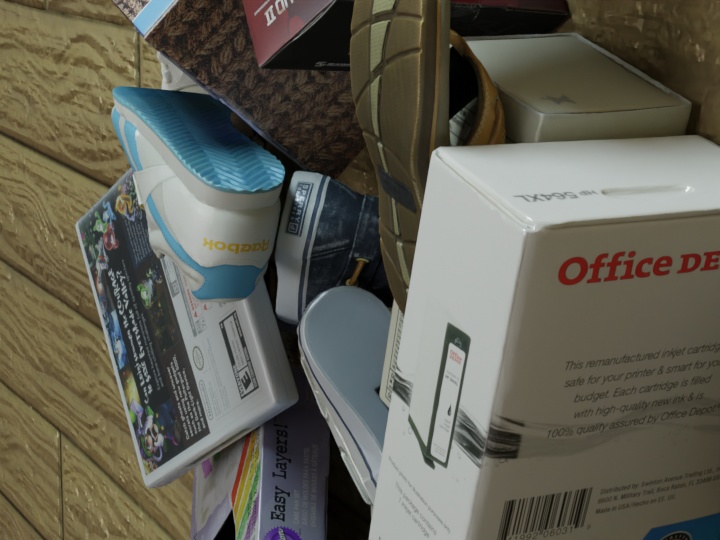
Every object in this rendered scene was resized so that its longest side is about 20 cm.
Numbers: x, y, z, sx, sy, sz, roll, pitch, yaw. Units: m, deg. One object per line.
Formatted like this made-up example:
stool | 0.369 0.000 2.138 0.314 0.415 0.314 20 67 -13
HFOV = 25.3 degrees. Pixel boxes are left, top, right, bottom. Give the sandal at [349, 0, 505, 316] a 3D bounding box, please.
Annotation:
sandal | 0.037 -0.056 0.705 0.080 0.054 0.201 -134 30 -56

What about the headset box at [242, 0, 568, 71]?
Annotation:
headset box | 0.009 -0.184 0.799 0.075 0.148 0.201 -33 67 49

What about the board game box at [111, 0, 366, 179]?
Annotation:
board game box | -0.077 -0.167 0.938 0.097 0.159 0.200 -48 43 5

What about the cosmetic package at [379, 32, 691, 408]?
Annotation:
cosmetic package | 0.079 -0.004 0.777 0.103 0.087 0.201 47 136 50

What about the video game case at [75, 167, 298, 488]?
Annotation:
video game case | -0.119 0.022 1.054 0.182 0.023 0.201 -35 67 48

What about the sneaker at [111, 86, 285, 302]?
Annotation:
sneaker | -0.102 -0.052 0.923 0.200 0.076 0.081 -126 42 -59

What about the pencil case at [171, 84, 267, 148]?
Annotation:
pencil case | -0.102 -0.032 1.116 0.078 0.089 0.201 26 117 54

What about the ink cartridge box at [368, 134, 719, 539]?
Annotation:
ink cartridge box | 0.095 0.048 0.697 0.084 0.146 0.201 45 133 52

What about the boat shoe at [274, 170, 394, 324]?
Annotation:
boat shoe | 0.000 0.000 0.953 0.200 0.091 0.071 92 -167 -79

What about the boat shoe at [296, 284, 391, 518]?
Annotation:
boat shoe | 0.022 0.107 0.906 0.202 0.074 0.086 56 164 3

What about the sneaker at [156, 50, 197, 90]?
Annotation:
sneaker | -0.121 -0.177 1.119 0.075 0.087 0.200 59 145 36

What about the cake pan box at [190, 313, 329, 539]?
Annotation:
cake pan box | -0.071 0.160 1.072 0.184 0.052 0.201 119 157 -51
